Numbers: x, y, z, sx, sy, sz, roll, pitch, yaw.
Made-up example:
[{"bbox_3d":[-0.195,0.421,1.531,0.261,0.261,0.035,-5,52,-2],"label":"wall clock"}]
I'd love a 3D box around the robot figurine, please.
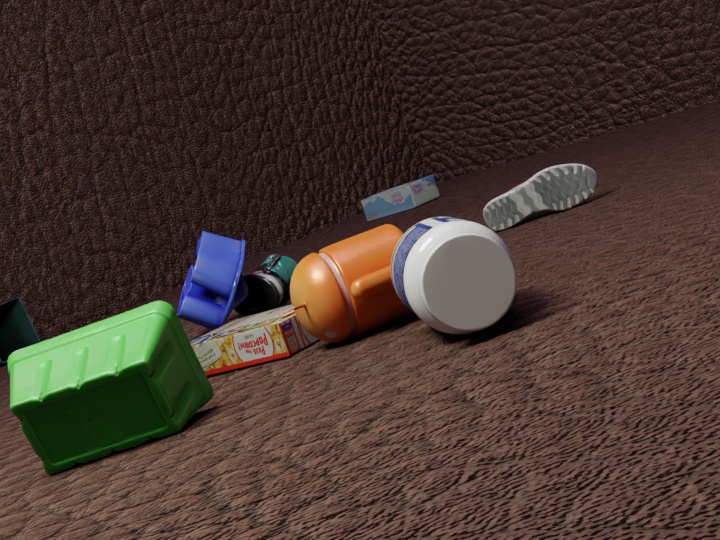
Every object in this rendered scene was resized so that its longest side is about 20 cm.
[{"bbox_3d":[0.000,0.017,1.552,0.199,0.117,0.144,-21,40,-17],"label":"robot figurine"}]

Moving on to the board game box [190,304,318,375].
[{"bbox_3d":[-0.133,0.087,1.689,0.199,0.047,0.151,-16,6,36],"label":"board game box"}]

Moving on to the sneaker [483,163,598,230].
[{"bbox_3d":[0.302,-0.132,2.140,0.199,0.075,0.082,-19,7,20],"label":"sneaker"}]

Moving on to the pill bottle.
[{"bbox_3d":[0.096,0.004,1.315,0.115,0.116,0.200,-20,5,-2],"label":"pill bottle"}]

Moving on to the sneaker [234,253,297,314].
[{"bbox_3d":[-0.152,0.021,2.270,0.121,0.084,0.200,-33,9,-26],"label":"sneaker"}]

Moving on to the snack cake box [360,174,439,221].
[{"bbox_3d":[0.111,-0.204,3.614,0.200,0.067,0.115,-15,7,46],"label":"snack cake box"}]

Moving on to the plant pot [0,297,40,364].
[{"bbox_3d":[-0.960,0.184,3.301,0.200,0.142,0.141,-25,1,36],"label":"plant pot"}]

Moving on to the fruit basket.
[{"bbox_3d":[-0.270,0.121,1.413,0.215,0.156,0.216,-19,23,8],"label":"fruit basket"}]

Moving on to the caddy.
[{"bbox_3d":[-0.239,0.020,2.159,0.105,0.142,0.200,19,21,-11],"label":"caddy"}]
